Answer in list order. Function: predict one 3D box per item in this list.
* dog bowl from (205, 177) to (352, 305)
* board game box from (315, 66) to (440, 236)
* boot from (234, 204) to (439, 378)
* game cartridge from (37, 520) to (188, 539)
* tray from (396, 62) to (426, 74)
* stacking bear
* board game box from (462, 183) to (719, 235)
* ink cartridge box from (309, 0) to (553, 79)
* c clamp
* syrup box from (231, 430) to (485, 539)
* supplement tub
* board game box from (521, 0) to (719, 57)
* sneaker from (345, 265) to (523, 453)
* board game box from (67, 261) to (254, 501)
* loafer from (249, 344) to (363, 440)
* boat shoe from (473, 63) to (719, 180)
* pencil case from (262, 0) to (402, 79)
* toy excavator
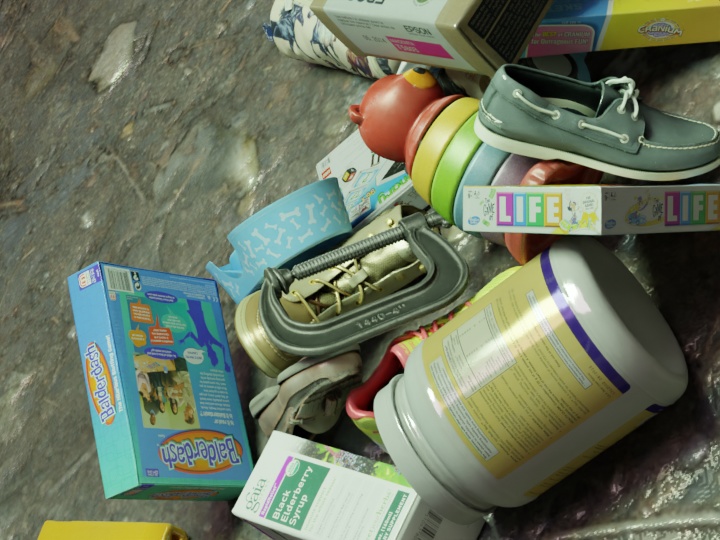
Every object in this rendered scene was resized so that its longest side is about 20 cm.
[{"bbox_3d":[-0.070,-0.021,1.664,0.111,0.050,0.200,-27,-6,-23],"label":"dog bowl"},{"bbox_3d":[0.050,-0.114,1.699,0.200,0.035,0.126,-39,38,18],"label":"board game box"},{"bbox_3d":[-0.015,0.014,1.581,0.155,0.073,0.200,-31,2,22],"label":"boot"},{"bbox_3d":[-0.254,0.314,1.688,0.200,0.032,0.177,-7,56,47],"label":"game cartridge"},{"bbox_3d":[0.075,-0.236,1.658,0.200,0.022,0.108,129,165,-72],"label":"tray"},{"bbox_3d":[0.085,-0.098,1.516,0.200,0.121,0.114,33,128,23],"label":"stacking bear"},{"bbox_3d":[0.192,-0.046,1.361,0.134,0.200,0.034,3,95,48],"label":"board game box"},{"bbox_3d":[0.074,-0.251,1.503,0.200,0.075,0.165,17,72,50],"label":"ink cartridge box"},{"bbox_3d":[0.000,0.000,1.514,0.200,0.027,0.171,-25,43,-17],"label":"c clamp"},{"bbox_3d":[-0.005,0.195,1.468,0.200,0.081,0.079,11,68,49],"label":"syrup box"},{"bbox_3d":[0.124,0.084,1.364,0.200,0.145,0.146,-37,39,19],"label":"supplement tub"},{"bbox_3d":[0.218,-0.248,1.532,0.199,0.040,0.153,-5,48,1],"label":"board game box"},{"bbox_3d":[0.069,0.070,1.473,0.200,0.090,0.078,-46,51,12],"label":"sneaker"},{"bbox_3d":[-0.172,0.099,1.612,0.045,0.152,0.201,-25,68,33],"label":"board game box"},{"bbox_3d":[-0.037,0.111,1.538,0.063,0.072,0.200,69,157,10],"label":"loafer"},{"bbox_3d":[0.190,-0.118,1.428,0.073,0.199,0.062,-91,11,-57],"label":"boat shoe"},{"bbox_3d":[-0.014,-0.238,1.827,0.200,0.089,0.078,22,77,52],"label":"pencil case"},{"bbox_3d":[0.145,-0.212,1.619,0.194,0.200,0.100,42,137,18],"label":"toy excavator"}]
